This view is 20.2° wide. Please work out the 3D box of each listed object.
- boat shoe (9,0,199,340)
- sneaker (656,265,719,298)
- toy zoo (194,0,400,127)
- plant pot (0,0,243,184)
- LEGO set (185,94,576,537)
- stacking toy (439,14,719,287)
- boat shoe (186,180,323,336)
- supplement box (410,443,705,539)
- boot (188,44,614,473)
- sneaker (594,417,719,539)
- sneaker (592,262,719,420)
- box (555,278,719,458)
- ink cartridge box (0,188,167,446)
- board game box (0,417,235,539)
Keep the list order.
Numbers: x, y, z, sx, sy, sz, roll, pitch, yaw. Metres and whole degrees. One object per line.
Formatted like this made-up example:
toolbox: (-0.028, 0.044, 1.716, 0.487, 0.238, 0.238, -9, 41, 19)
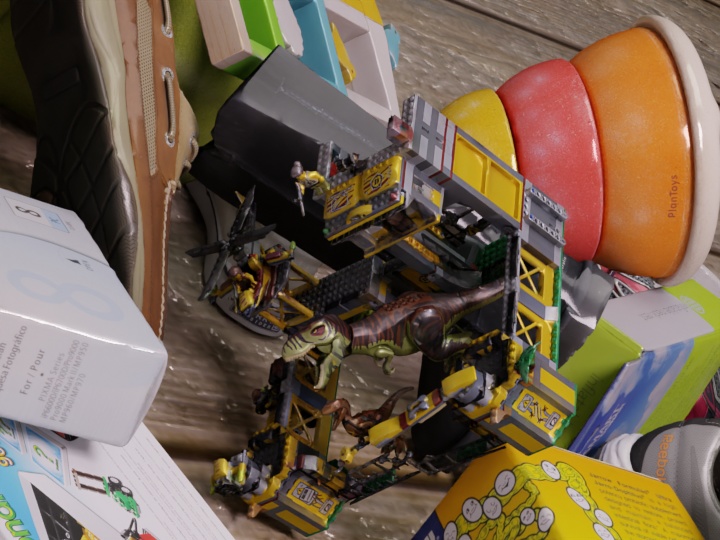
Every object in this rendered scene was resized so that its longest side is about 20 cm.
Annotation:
boat shoe: (-0.108, -0.063, 0.936, 0.074, 0.076, 0.201, -1, 82, -43)
sneaker: (0.176, -0.002, 1.380, 0.200, 0.075, 0.089, 34, 10, -4)
toy zoo: (-0.032, -0.143, 1.045, 0.200, 0.020, 0.132, 18, 54, -61)
plant pot: (-0.134, -0.150, 1.071, 0.193, 0.200, 0.201, 40, 18, -28)
LEGO set: (-0.007, 0.018, 0.861, 0.116, 0.200, 0.154, 34, 55, -32)
stacking toy: (0.081, -0.057, 1.074, 0.199, 0.147, 0.146, -5, 34, -10)
boat shoe: (-0.049, -0.053, 1.109, 0.074, 0.086, 0.202, 28, 23, -20)
supplement box: (0.102, 0.179, 0.836, 0.109, 0.109, 0.200, 20, 26, -35)
boot: (0.000, -0.001, 0.990, 0.200, 0.165, 0.066, 31, 44, -6)
sneaker: (0.183, 0.166, 0.981, 0.074, 0.079, 0.201, -11, 77, -63)
sneaker: (0.158, 0.022, 1.281, 0.200, 0.081, 0.075, 42, 24, 12)
box: (0.130, 0.072, 1.077, 0.048, 0.122, 0.200, 38, 20, 20)
ink cartridge box: (-0.189, -0.006, 0.795, 0.200, 0.047, 0.160, 20, 14, -28)
board game box: (-0.093, 0.117, 0.766, 0.200, 0.035, 0.126, 48, 23, 27)
